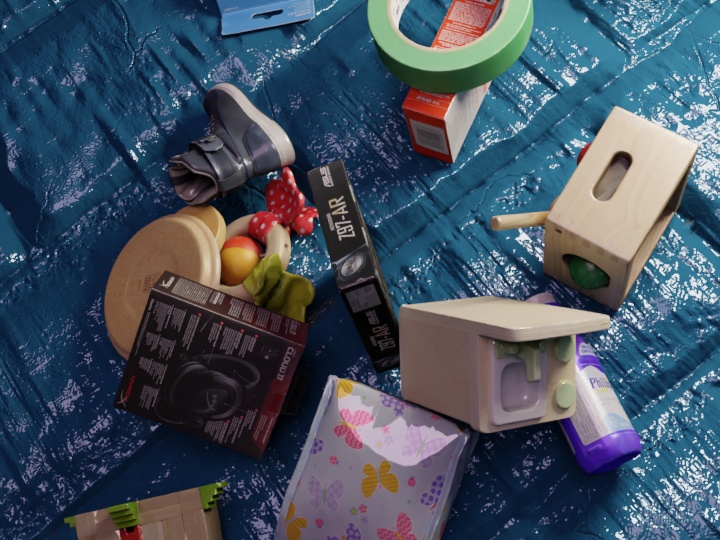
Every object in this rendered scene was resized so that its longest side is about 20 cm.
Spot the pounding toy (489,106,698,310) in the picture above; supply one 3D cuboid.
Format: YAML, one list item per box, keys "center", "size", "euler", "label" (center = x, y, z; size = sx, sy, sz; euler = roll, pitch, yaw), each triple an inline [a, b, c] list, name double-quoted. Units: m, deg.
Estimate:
- center: [0.258, -0.063, 1.011]
  size: [0.141, 0.184, 0.201]
  euler: [30, 77, 20]
  label: "pounding toy"

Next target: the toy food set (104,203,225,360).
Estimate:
- center: [-0.244, 0.022, 1.122]
  size: [0.197, 0.049, 0.202]
  euler: [-25, 60, 25]
  label: "toy food set"

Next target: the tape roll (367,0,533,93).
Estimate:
- center: [0.108, -0.312, 1.094]
  size: [0.198, 0.048, 0.203]
  euler: [-5, 67, 12]
  label: "tape roll"

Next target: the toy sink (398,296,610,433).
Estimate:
- center: [0.145, 0.096, 0.937]
  size: [0.129, 0.199, 0.114]
  euler: [-5, 97, -30]
  label: "toy sink"

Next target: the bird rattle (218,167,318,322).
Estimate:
- center: [-0.132, -0.024, 1.123]
  size: [0.161, 0.113, 0.202]
  euler: [-14, 63, 23]
  label: "bird rattle"

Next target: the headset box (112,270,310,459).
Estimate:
- center: [-0.157, 0.110, 1.023]
  size: [0.198, 0.077, 0.150]
  euler: [20, 106, -6]
  label: "headset box"

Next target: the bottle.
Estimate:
- center: [0.234, 0.121, 0.998]
  size: [0.065, 0.083, 0.202]
  euler: [-35, 63, 25]
  label: "bottle"

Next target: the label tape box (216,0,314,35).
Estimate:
- center: [-0.146, -0.450, 1.309]
  size: [0.142, 0.066, 0.202]
  euler: [-9, 66, 8]
  label: "label tape box"

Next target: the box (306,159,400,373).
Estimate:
- center: [0.000, 0.000, 1.016]
  size: [0.043, 0.201, 0.161]
  euler: [-18, 57, 2]
  label: "box"

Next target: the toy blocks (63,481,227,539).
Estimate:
- center: [-0.230, 0.326, 1.014]
  size: [0.198, 0.100, 0.138]
  euler: [-14, 78, 6]
  label: "toy blocks"

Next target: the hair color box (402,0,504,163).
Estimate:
- center: [0.125, -0.254, 1.153]
  size: [0.063, 0.111, 0.201]
  euler: [21, 73, 19]
  label: "hair color box"

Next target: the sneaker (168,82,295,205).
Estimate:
- center: [-0.194, -0.163, 1.163]
  size: [0.145, 0.077, 0.202]
  euler: [-32, 43, -16]
  label: "sneaker"

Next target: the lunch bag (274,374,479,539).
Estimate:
- center: [0.015, 0.235, 0.972]
  size: [0.168, 0.127, 0.202]
  euler: [19, 85, 16]
  label: "lunch bag"
